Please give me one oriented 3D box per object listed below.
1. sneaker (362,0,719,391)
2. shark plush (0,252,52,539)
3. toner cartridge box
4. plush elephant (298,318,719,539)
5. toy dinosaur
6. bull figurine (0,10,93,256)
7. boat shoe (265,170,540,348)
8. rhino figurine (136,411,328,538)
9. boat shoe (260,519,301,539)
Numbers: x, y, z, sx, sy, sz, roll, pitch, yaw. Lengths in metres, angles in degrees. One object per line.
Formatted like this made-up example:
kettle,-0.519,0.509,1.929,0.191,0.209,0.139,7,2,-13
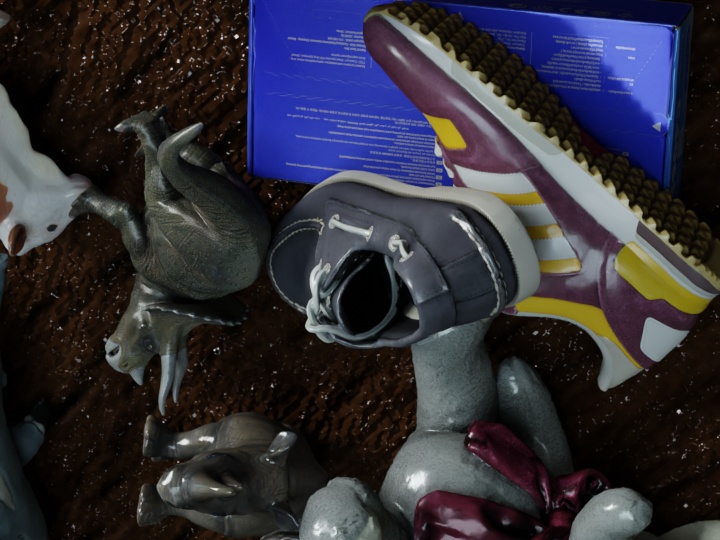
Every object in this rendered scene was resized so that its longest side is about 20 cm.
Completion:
sneaker,0.064,-0.031,1.151,0.200,0.075,0.090,42,110,0
shark plush,-0.193,0.086,1.318,0.091,0.083,0.200,9,109,49
toner cartridge box,0.049,-0.082,1.202,0.200,0.043,0.095,8,112,14
plush elephant,0.084,0.129,1.206,0.155,0.165,0.200,14,141,26
toy dinosaur,-0.076,-0.024,1.225,0.102,0.077,0.200,46,146,4
bull figurine,-0.219,-0.086,1.271,0.200,0.065,0.122,20,110,9
boat shoe,0.000,0.000,1.158,0.200,0.063,0.073,-1,116,60
rhino figurine,-0.059,0.096,1.223,0.087,0.200,0.060,3,87,-2
boat shoe,-0.050,0.225,1.329,0.072,0.060,0.200,18,113,10
